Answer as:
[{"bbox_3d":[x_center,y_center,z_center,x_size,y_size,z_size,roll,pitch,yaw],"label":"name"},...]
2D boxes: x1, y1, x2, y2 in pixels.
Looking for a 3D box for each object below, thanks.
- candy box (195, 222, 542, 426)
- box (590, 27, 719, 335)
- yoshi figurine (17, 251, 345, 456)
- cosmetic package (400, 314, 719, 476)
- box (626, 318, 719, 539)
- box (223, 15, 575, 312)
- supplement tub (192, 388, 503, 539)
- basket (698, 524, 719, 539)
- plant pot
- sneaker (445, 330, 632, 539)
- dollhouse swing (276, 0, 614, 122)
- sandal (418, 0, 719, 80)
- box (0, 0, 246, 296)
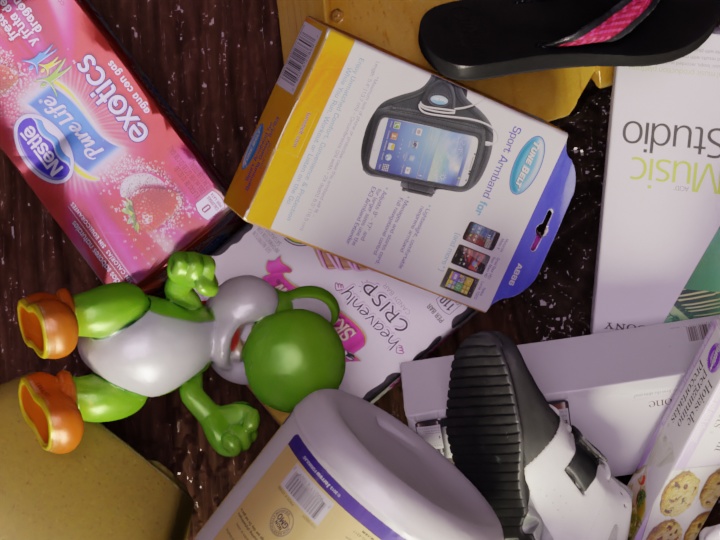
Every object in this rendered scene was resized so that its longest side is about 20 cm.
[{"bbox_3d":[0.000,0.000,1.479,0.200,0.061,0.137,-42,85,2],"label":"candy box"},{"bbox_3d":[0.219,-0.048,1.450,0.143,0.036,0.202,5,104,5],"label":"box"},{"bbox_3d":[-0.091,0.049,1.372,0.199,0.112,0.113,-9,66,-27],"label":"yoshi figurine"},{"bbox_3d":[0.128,0.087,1.445,0.198,0.083,0.051,-9,43,3],"label":"cosmetic package"},{"bbox_3d":[0.191,0.120,1.414,0.041,0.039,0.201,12,123,-19],"label":"box"},{"bbox_3d":[0.031,-0.056,1.385,0.199,0.041,0.120,21,98,-32],"label":"box"},{"bbox_3d":[-0.029,0.184,1.349,0.145,0.145,0.200,39,100,6],"label":"supplement tub"},{"bbox_3d":[0.277,0.238,1.411,0.134,0.123,0.202,-8,87,4],"label":"basket"},{"bbox_3d":[-0.206,0.176,1.432,0.194,0.196,0.200,38,82,6],"label":"plant pot"},{"bbox_3d":[0.112,0.123,1.394,0.088,0.074,0.201,-22,101,-31],"label":"sneaker"},{"bbox_3d":[0.027,-0.190,1.464,0.199,0.176,0.183,-19,120,-23],"label":"dollhouse swing"},{"bbox_3d":[0.129,-0.153,1.384,0.199,0.045,0.075,-12,48,-23],"label":"sandal"},{"bbox_3d":[-0.166,-0.084,1.479,0.095,0.100,0.200,-38,85,2],"label":"box"}]
